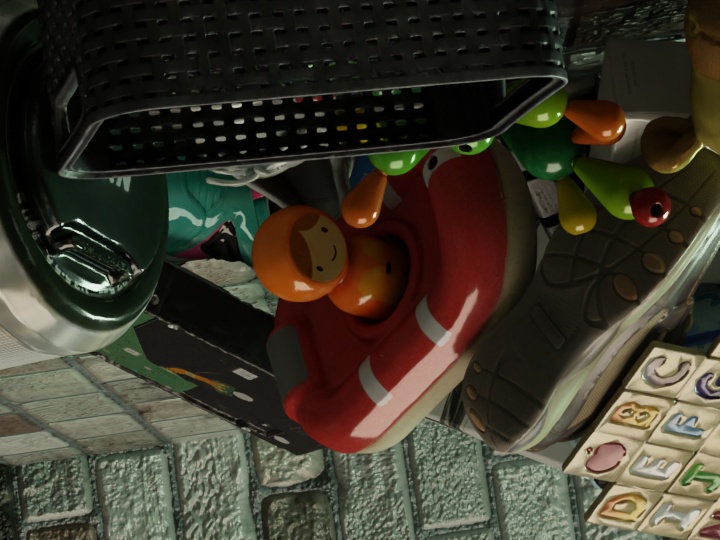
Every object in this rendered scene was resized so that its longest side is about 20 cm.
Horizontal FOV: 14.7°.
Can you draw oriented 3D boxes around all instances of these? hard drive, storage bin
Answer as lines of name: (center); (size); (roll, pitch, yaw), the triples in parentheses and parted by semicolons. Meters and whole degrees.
hard drive: (-0.089, 0.046, 1.649); (0.200, 0.038, 0.140); (27, 161, -17)
storage bin: (-0.028, -0.103, 1.161); (0.199, 0.094, 0.135); (-5, 172, -15)

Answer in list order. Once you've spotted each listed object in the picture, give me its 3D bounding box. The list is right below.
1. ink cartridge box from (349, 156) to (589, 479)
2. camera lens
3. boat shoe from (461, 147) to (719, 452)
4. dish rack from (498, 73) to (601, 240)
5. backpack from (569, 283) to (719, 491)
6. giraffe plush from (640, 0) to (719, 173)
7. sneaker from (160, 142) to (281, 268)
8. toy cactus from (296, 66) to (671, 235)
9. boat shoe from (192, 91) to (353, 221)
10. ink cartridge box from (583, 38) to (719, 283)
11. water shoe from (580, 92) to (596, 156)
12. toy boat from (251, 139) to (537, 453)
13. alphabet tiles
ink cartridge box: (0.075, 0.027, 1.705); (0.200, 0.145, 0.084); (20, 177, 18)
camera lens: (-0.199, -0.029, 1.264); (0.200, 0.160, 0.160); (-12, 171, 26)
boat shoe: (0.132, 0.014, 1.445); (0.073, 0.075, 0.200); (9, 130, -47)
dish rack: (0.183, -0.066, 1.538); (0.200, 0.055, 0.154); (-18, 132, 15)
backpack: (0.207, 0.060, 1.548); (0.200, 0.154, 0.163); (-23, 155, -10)
giraffe plush: (0.218, -0.094, 1.325); (0.172, 0.201, 0.162); (-6, -159, -26)
sneaker: (-0.084, -0.032, 1.659); (0.120, 0.084, 0.200); (2, 170, -5)
toy cactus: (0.054, -0.073, 1.389); (0.199, 0.103, 0.165); (14, -166, -4)
boat shoe: (-0.043, -0.066, 1.494); (0.074, 0.065, 0.202); (-9, 172, 10)
ink cartridge box: (0.224, -0.055, 1.467); (0.199, 0.067, 0.117); (2, 132, -3)
water shoe: (0.127, -0.063, 1.670); (0.079, 0.072, 0.200); (-4, 170, -1)
toy boat: (0.000, 0.000, 1.504); (0.131, 0.131, 0.200); (18, 128, -35)
alphabet tiles: (0.214, 0.090, 1.487); (0.200, 0.006, 0.167); (12, 130, -26)
